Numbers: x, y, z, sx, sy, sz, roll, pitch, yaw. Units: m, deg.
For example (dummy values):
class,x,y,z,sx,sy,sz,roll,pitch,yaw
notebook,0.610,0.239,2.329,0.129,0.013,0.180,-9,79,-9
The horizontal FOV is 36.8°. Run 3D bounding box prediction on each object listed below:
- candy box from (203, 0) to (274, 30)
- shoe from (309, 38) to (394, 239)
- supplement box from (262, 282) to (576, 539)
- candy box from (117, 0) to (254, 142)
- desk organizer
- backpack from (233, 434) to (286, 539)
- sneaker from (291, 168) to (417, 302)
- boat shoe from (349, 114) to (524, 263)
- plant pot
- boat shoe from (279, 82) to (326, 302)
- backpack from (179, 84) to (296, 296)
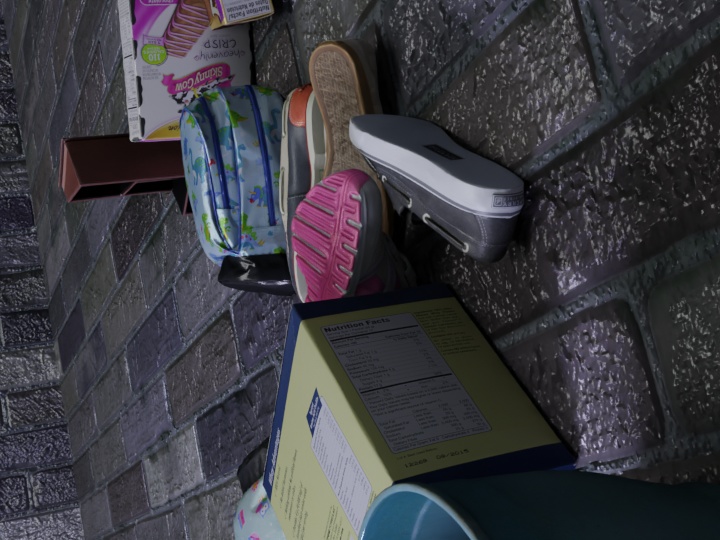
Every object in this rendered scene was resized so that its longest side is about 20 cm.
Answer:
class,x,y,z,sx,sy,sz,roll,pitch,yaw
candy box,-0.145,-0.350,1.092,0.117,0.056,0.203,-148,44,-71
shoe,0.001,-0.095,0.915,0.069,0.053,0.203,3,110,27
supplement box,0.030,0.153,0.806,0.200,0.132,0.202,-124,36,-44
candy box,-0.190,-0.246,1.184,0.061,0.135,0.203,-167,72,-65
desk organizer,-0.242,-0.110,1.258,0.077,0.197,0.072,61,146,36
backpack,-0.041,0.250,0.999,0.167,0.125,0.202,-50,55,54
sneaker,0.000,0.000,0.874,0.081,0.087,0.202,43,143,36
boat shoe,0.050,-0.062,0.798,0.200,0.069,0.067,35,127,49
plant pot,0.119,0.194,0.558,0.200,0.185,0.203,25,118,61
boat shoe,-0.043,-0.067,0.980,0.062,0.070,0.203,5,96,51
backpack,-0.110,-0.083,1.070,0.163,0.151,0.203,162,115,-81
